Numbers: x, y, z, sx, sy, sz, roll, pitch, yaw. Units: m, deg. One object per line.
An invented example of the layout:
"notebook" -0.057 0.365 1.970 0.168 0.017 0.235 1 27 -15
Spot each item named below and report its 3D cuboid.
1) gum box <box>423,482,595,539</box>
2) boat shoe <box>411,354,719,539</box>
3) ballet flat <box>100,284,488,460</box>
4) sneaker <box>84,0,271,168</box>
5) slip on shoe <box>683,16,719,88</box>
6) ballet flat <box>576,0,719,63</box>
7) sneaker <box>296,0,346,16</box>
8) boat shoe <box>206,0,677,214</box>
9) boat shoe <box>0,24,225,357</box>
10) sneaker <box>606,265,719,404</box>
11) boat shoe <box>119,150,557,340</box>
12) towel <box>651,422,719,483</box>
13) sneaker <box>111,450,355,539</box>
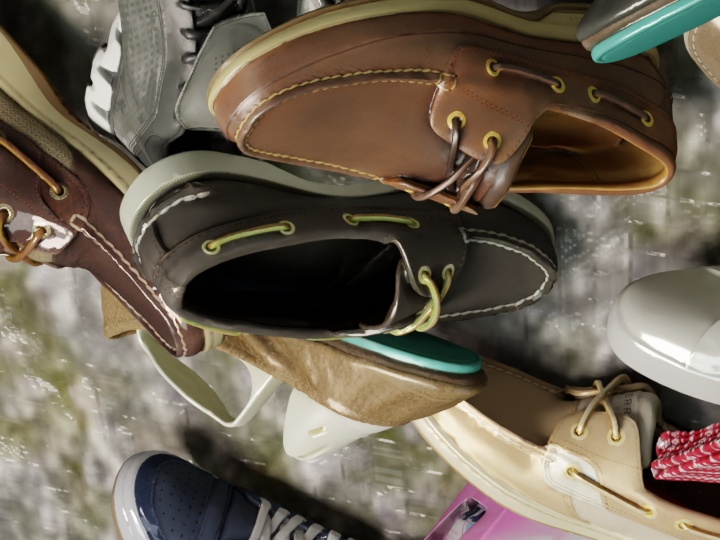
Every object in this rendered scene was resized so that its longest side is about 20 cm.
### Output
"gum box" 0.097 0.191 1.179 0.200 0.114 0.066 40 174 -14
"boat shoe" 0.115 0.081 1.119 0.199 0.074 0.069 29 123 -6
"ballet flat" -0.037 0.039 1.106 0.199 0.068 0.073 22 101 25
"sneaker" -0.064 -0.103 1.002 0.091 0.066 0.201 50 149 30
"slip on shoe" 0.213 -0.051 0.955 0.199 0.061 0.076 29 135 -4
"ballet flat" 0.162 -0.137 0.899 0.199 0.068 0.069 -19 85 23
"sneaker" 0.004 -0.106 0.983 0.075 0.081 0.201 14 136 9
"boat shoe" 0.039 -0.059 0.942 0.199 0.068 0.072 -2 149 -33
"boat shoe" -0.140 -0.030 1.069 0.200 0.072 0.072 48 161 7
"sneaker" 0.201 0.009 1.015 0.199 0.073 0.085 4 130 4
"boat shoe" 0.000 0.000 1.031 0.200 0.061 0.072 5 131 -29
"towel" 0.208 0.068 0.996 0.144 0.023 0.200 5 169 -9
"sneaker" -0.024 0.147 1.229 0.108 0.070 0.200 -18 128 40
